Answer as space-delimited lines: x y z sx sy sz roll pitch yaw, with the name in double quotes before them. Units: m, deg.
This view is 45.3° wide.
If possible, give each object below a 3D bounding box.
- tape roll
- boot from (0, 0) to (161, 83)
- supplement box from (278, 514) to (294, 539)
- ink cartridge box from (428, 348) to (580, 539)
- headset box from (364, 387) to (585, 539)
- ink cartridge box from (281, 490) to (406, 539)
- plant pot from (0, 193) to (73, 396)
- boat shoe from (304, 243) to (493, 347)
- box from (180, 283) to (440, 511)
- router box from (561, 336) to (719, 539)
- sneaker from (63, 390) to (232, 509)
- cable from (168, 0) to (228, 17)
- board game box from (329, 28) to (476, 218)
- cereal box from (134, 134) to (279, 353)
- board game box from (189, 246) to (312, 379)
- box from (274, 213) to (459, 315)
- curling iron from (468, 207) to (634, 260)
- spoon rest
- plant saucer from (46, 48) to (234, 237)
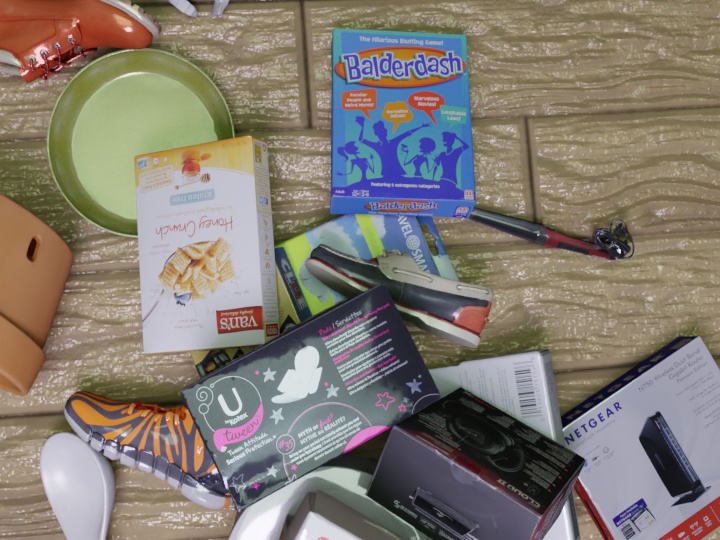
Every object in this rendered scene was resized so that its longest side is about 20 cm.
"tape roll" -0.035 0.287 0.855 0.199 0.139 0.207 0 86 -4
"boot" -0.306 -0.240 0.897 0.196 0.075 0.109 11 79 11
"supplement box" 0.011 0.306 0.751 0.197 0.074 0.128 18 85 -4
"ink cartridge box" 0.130 0.196 0.917 0.171 0.043 0.204 -11 86 26
"headset box" 0.108 0.192 0.793 0.147 0.199 0.078 27 106 21
"ink cartridge box" -0.026 0.298 0.669 0.144 0.083 0.202 29 85 -2
"plant pot" -0.372 0.010 0.832 0.198 0.200 0.141 29 67 -2
"boat shoe" 0.041 0.014 0.870 0.197 0.071 0.064 23 81 -7
"box" -0.049 0.111 0.781 0.198 0.132 0.116 -26 86 -12
"router box" 0.326 0.201 0.938 0.198 0.049 0.181 -32 89 -6
"sneaker" -0.192 0.145 0.871 0.198 0.078 0.113 27 98 -2
"cable" -0.200 -0.400 0.929 0.198 0.069 0.202 27 84 -2
"board game box" 0.042 -0.158 0.918 0.149 0.045 0.204 1 69 -5
"cereal box" -0.155 -0.022 0.860 0.141 0.039 0.204 -7 85 22
"board game box" -0.101 0.096 0.890 0.134 0.035 0.203 -23 88 20
"box" 0.000 0.000 0.927 0.197 0.048 0.124 -24 88 -6
"curling iron" 0.208 -0.047 0.956 0.196 0.026 0.050 12 121 0
"spoon rest" -0.265 0.257 0.869 0.099 0.060 0.202 -28 90 32
"plant saucer" -0.232 -0.135 0.925 0.196 0.031 0.204 0 84 -5
